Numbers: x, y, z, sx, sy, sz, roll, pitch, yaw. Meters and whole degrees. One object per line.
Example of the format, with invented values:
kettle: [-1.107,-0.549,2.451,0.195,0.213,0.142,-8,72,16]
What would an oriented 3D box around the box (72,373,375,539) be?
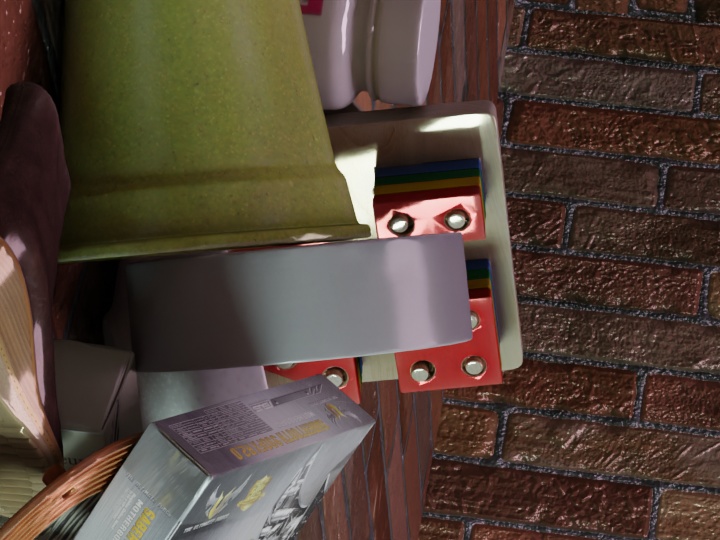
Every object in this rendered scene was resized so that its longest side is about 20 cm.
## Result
box: [-0.090,0.144,1.427,0.158,0.048,0.200,-55,162,19]

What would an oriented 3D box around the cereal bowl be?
cereal bowl: [-0.118,0.064,1.669,0.200,0.083,0.200,165,-90,-78]

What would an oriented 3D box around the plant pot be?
plant pot: [-0.100,-0.102,1.494,0.200,0.200,0.184,-2,87,-82]

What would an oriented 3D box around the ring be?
ring: [-0.173,0.161,1.375,0.200,0.019,0.200,-42,161,-18]

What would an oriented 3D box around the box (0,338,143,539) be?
box: [-0.170,0.132,1.495,0.200,0.082,0.068,86,14,-45]

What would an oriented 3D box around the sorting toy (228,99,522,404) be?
sorting toy: [0.000,0.000,1.671,0.070,0.199,0.200,-86,170,-58]

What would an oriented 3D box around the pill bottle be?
pill bottle: [-0.053,-0.164,1.644,0.113,0.200,0.113,6,90,-82]

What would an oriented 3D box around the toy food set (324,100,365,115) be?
toy food set: [-0.036,-0.074,1.747,0.144,0.200,0.060,-51,164,28]

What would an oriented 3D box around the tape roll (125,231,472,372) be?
tape roll: [-0.036,0.018,1.483,0.200,0.200,0.066,-11,96,-81]

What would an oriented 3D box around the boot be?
boot: [-0.178,0.020,1.360,0.200,0.072,0.166,81,20,-49]
